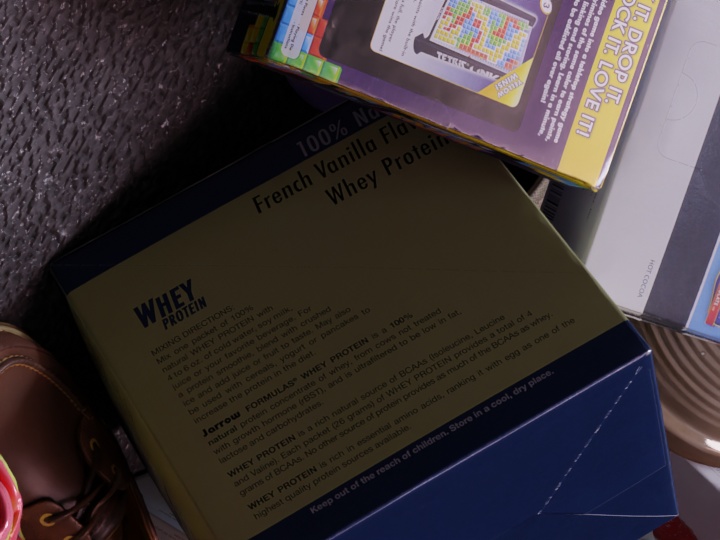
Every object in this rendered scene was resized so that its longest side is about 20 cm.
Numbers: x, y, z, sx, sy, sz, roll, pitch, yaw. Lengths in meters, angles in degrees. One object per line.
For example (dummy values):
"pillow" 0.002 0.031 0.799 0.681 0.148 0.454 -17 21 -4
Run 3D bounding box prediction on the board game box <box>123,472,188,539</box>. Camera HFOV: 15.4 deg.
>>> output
"board game box" -0.076 0.205 1.334 0.103 0.105 0.201 -18 129 -52

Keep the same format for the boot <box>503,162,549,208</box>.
"boot" 0.129 -0.083 1.457 0.201 0.072 0.155 -60 149 1

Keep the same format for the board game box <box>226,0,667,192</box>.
"board game box" 0.055 -0.155 1.116 0.165 0.057 0.201 21 89 -24

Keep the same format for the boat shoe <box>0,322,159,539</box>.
"boat shoe" -0.132 0.092 1.189 0.072 0.067 0.200 -51 149 -19

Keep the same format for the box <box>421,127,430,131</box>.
"box" 0.045 -0.172 1.156 0.121 0.032 0.201 -20 102 -18

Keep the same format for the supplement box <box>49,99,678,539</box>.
"supplement box" 0.002 0.054 1.181 0.199 0.200 0.135 -29 143 -10

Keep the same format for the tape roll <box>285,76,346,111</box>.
"tape roll" 0.045 -0.157 1.269 0.200 0.065 0.201 -37 141 -37

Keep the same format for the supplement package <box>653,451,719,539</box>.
"supplement package" 0.245 0.123 1.649 0.120 0.200 0.121 -47 176 -25

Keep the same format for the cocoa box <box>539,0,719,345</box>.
"cocoa box" 0.178 -0.070 1.245 0.133 0.130 0.201 -131 -120 -80

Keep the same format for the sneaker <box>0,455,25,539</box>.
"sneaker" -0.170 0.109 1.084 0.078 0.090 0.200 -56 138 -24

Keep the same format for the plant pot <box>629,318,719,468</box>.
"plant pot" 0.234 0.010 1.556 0.201 0.201 0.093 -45 -174 -28

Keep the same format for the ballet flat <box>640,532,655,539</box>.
"ballet flat" 0.129 0.111 1.475 0.200 0.068 0.069 -116 -161 -76
